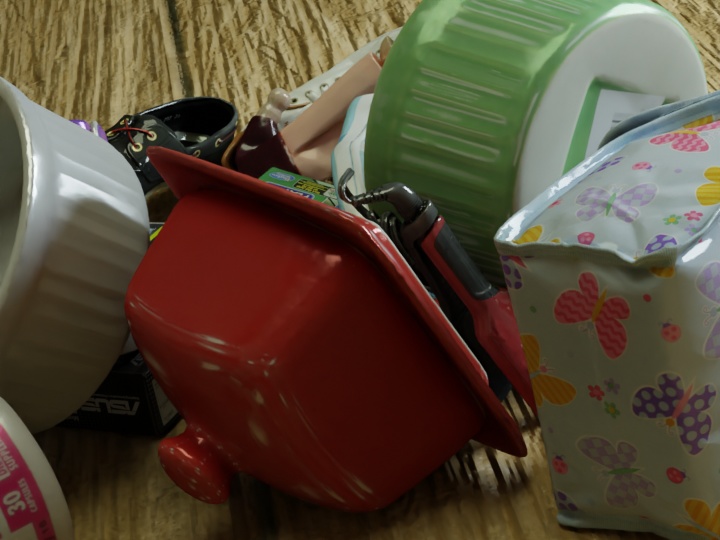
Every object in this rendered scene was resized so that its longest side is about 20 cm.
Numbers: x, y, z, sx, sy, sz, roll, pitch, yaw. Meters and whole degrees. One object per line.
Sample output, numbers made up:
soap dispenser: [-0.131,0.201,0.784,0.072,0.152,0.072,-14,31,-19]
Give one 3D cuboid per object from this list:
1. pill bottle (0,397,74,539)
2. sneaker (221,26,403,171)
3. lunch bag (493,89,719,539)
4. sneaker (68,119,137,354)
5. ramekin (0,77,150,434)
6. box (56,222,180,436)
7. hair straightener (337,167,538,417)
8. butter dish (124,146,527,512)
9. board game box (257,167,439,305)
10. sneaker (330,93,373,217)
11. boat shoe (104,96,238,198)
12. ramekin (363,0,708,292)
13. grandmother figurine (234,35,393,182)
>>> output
pill bottle: [-0.249,0.145,0.896,0.200,0.114,0.113,-27,29,-31]
sneaker: [-0.013,-0.110,1.341,0.200,0.073,0.085,-30,4,24]
lunch bag: [0.169,0.016,0.930,0.127,0.170,0.200,7,33,40]
sneaker: [-0.172,-0.026,1.125,0.072,0.115,0.201,-14,26,-9]
ramekin: [-0.208,-0.002,1.043,0.098,0.201,0.200,22,-3,-42]
box: [-0.147,0.031,1.181,0.160,0.044,0.200,2,27,27]
hair straightener: [0.035,0.011,0.984,0.077,0.200,0.041,10,64,43]
butter dish: [-0.046,0.055,0.963,0.200,0.200,0.148,21,66,48]
board game box: [0.000,0.000,1.143,0.200,0.029,0.135,17,33,20]
sneaker: [0.055,-0.066,1.122,0.130,0.080,0.200,-15,29,12]
boat shoe: [-0.165,-0.086,1.360,0.074,0.063,0.201,29,29,27]
ramekin: [0.105,-0.070,1.035,0.200,0.200,0.098,-30,35,-35]
grandmother figurine: [-0.045,-0.078,1.275,0.200,0.061,0.121,-36,44,11]
